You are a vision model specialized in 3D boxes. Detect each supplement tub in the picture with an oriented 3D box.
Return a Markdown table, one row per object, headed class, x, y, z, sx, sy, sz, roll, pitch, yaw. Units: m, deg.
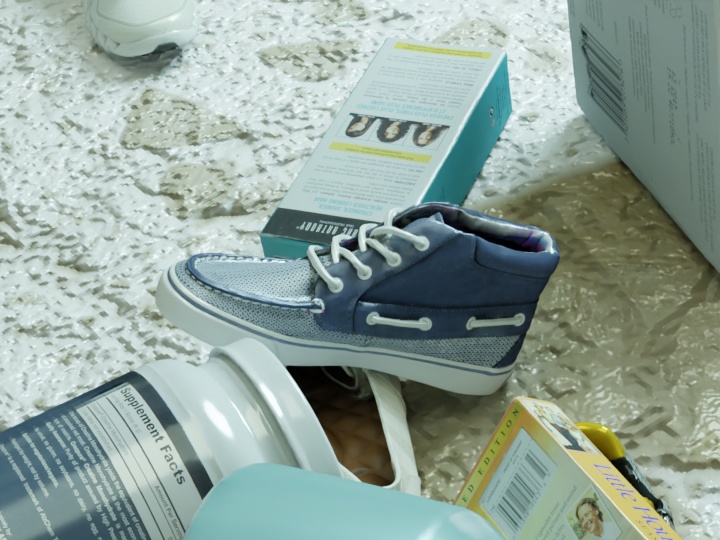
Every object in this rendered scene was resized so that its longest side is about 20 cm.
| class | x | y | z | sx | sy | sz | roll | pitch | yaw |
| --- | --- | --- | --- | --- | --- | --- | --- | --- | --- |
| supplement tub | -0.115 | 0.127 | 0.963 | 0.200 | 0.140 | 0.140 | -25 | 42 | -17 |

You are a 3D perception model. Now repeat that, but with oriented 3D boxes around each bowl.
| class | x | y | z | sx | sy | sz | roll | pitch | yaw |
| --- | --- | --- | --- | --- | --- | --- | --- | --- | --- |
| bowl | 0.015 | 0.170 | 0.824 | 0.105 | 0.201 | 0.201 | -10 | 38 | 23 |

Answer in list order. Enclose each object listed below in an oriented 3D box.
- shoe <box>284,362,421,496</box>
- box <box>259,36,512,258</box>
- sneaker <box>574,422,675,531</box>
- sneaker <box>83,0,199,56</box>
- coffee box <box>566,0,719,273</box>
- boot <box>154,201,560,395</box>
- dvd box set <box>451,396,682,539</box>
| class | x | y | z | sx | sy | sz | roll | pitch | yaw |
| --- | --- | --- | --- | --- | --- | --- | --- | --- | --- |
| shoe | -0.009 | 0.069 | 1.075 | 0.070 | 0.053 | 0.200 | -16 | 40 | -6 |
| box | 0.020 | -0.060 | 1.224 | 0.082 | 0.049 | 0.200 | 9 | 44 | 22 |
| sneaker | 0.115 | 0.151 | 0.931 | 0.078 | 0.082 | 0.200 | -15 | 41 | -6 |
| sneaker | -0.164 | -0.217 | 1.425 | 0.075 | 0.081 | 0.200 | -17 | 42 | -11 |
| coffee box | 0.244 | -0.151 | 1.166 | 0.198 | 0.200 | 0.200 | -19 | 40 | -11 |
| boot | 0.000 | 0.000 | 1.062 | 0.200 | 0.090 | 0.073 | 10 | 29 | -23 |
| dvd box set | 0.093 | 0.169 | 0.881 | 0.029 | 0.146 | 0.200 | 13 | 23 | -39 |
